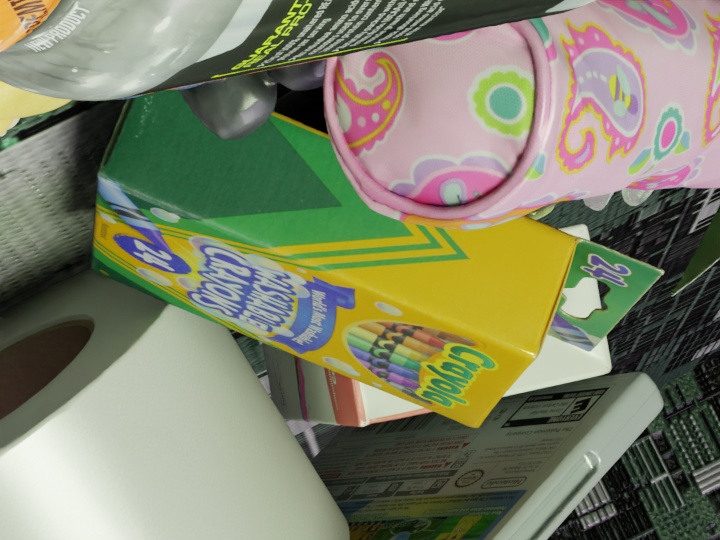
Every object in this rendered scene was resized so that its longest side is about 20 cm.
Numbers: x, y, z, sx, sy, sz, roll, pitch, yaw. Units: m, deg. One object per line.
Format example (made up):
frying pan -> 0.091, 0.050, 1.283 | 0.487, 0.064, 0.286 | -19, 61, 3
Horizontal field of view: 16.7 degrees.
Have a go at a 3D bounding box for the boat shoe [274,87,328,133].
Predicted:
boat shoe -> -0.012, -0.048, 0.976 | 0.067, 0.072, 0.200 | 13, 171, -17

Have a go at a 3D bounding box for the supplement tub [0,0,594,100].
supplement tub -> -0.023, -0.104, 0.515 | 0.199, 0.123, 0.122 | -16, 165, -45

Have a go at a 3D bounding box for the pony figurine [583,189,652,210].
pony figurine -> 0.217, -0.079, 1.142 | 0.194, 0.166, 0.200 | -54, -170, -10

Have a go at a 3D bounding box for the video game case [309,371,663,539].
video game case -> 0.011, 0.113, 1.043 | 0.182, 0.022, 0.199 | -44, -161, -33

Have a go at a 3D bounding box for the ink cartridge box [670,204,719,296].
ink cartridge box -> 0.169, -0.100, 0.930 | 0.201, 0.048, 0.146 | -57, -179, -21

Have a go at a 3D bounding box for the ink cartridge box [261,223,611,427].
ink cartridge box -> 0.021, 0.025, 1.101 | 0.116, 0.068, 0.200 | -11, -179, -16

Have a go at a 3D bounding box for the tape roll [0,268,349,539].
tape roll -> -0.123, 0.104, 1.024 | 0.202, 0.140, 0.203 | -29, -163, 10

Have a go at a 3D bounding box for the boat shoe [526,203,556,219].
boat shoe -> 0.075, -0.057, 1.135 | 0.072, 0.061, 0.201 | -14, 164, -48

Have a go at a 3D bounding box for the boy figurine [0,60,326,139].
boy figurine -> -0.081, -0.070, 0.702 | 0.124, 0.065, 0.200 | -29, 173, 30

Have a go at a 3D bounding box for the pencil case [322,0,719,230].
pencil case -> 0.071, -0.062, 0.793 | 0.087, 0.088, 0.199 | -33, 168, 33

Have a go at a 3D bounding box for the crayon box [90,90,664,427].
crayon box -> 0.000, 0.000, 0.910 | 0.126, 0.199, 0.052 | 115, -3, -73
